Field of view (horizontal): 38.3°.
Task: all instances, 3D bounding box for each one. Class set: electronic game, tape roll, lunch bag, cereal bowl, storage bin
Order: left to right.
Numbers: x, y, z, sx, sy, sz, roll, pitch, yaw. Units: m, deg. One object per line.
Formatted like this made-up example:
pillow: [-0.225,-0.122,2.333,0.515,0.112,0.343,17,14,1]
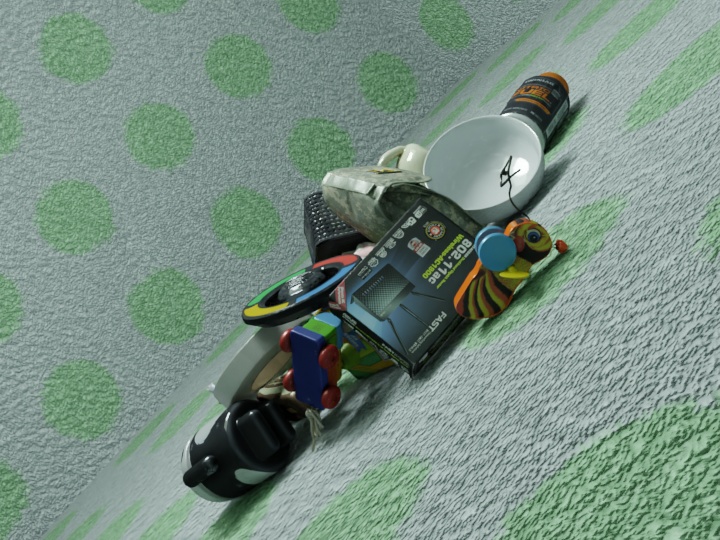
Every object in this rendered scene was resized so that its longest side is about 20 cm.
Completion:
tape roll: [-0.146,0.138,1.626,0.203,0.037,0.203,-45,-13,-14]
electronic game: [-0.086,0.027,1.543,0.200,0.042,0.200,-25,13,6]
storage bin: [-0.026,-0.070,1.848,0.135,0.094,0.200,-13,-18,-7]
lunch bag: [0.055,-0.090,1.553,0.164,0.200,0.118,21,81,55]
cereal bowl: [0.206,-0.153,1.686,0.200,0.083,0.200,-12,52,16]

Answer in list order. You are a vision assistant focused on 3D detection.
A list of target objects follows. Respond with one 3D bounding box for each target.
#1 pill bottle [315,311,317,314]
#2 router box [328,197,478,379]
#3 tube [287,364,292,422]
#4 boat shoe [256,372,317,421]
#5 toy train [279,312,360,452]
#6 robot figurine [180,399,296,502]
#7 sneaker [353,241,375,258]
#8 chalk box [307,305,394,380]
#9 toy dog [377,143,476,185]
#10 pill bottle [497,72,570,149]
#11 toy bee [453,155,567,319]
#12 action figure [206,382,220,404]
pill bottle: [-0.018,0.068,1.802,0.111,0.111,0.200,-43,9,14]
router box: [0.076,0.022,1.399,0.200,0.150,0.062,-48,-17,-16]
tube: [-0.096,0.174,1.717,0.200,0.052,0.058,-84,10,-50]
boat shoe: [-0.096,0.184,1.588,0.075,0.075,0.202,-56,17,-19]
toy train: [-0.044,0.148,1.470,0.116,0.085,0.200,-39,-42,-42]
robot figurine: [-0.188,0.272,1.577,0.200,0.150,0.125,-38,43,36]
sneaker: [0.000,0.000,1.729,0.200,0.105,0.076,-4,-68,-43]
chalk box: [0.033,0.061,1.539,0.124,0.125,0.200,-50,8,-32]
toy dog: [0.121,-0.112,1.791,0.139,0.194,0.201,-9,71,63]
pill bottle: [0.321,-0.290,1.911,0.106,0.106,0.200,-36,12,46]
toy bee: [0.197,-0.021,1.292,0.131,0.108,0.200,-73,4,-57]
action figure: [-0.205,0.261,1.942,0.149,0.134,0.200,5,47,21]
